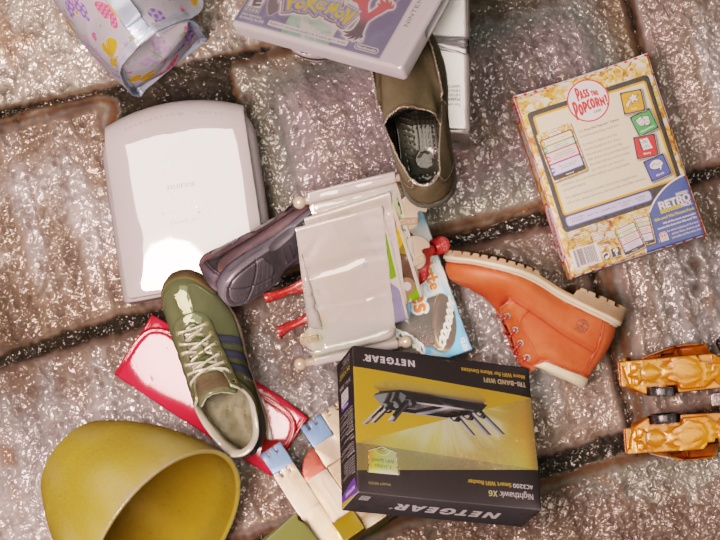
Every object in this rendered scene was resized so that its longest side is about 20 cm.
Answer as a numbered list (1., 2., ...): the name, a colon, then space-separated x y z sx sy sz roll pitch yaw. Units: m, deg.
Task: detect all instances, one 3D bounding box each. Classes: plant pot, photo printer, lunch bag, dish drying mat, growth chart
1. plant pot: -0.240 0.231 1.699 0.142 0.200 0.201 34 88 31
2. photo printer: -0.181 -0.076 1.758 0.165 0.069 0.202 -8 87 1
3. lunch bag: -0.246 -0.285 1.705 0.127 0.200 0.170 -39 86 -1
4. dish drying mat: -0.157 0.132 1.772 0.199 0.018 0.077 33 89 3
5. growth chart: 0.000 0.000 1.683 0.143 0.018 0.202 -6 110 -12

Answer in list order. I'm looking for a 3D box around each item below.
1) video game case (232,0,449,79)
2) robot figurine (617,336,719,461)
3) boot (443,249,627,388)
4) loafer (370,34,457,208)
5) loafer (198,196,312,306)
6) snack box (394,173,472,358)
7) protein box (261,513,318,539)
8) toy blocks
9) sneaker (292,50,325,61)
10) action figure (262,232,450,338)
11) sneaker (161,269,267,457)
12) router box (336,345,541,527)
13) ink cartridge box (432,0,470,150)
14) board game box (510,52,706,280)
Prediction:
1. video game case: -0.001 -0.284 1.630 0.199 0.023 0.183 18 69 28
2. robot figurine: 0.370 0.133 1.741 0.198 0.058 0.146 -4 87 2
3. boot: 0.166 0.047 1.745 0.199 0.075 0.108 24 93 1
4. loafer: 0.053 -0.162 1.613 0.075 0.070 0.202 -15 86 4
5. loafer: -0.075 -0.039 1.703 0.199 0.072 0.063 -33 51 -23
6. snack box: 0.030 0.009 1.765 0.115 0.037 0.202 -20 87 0
7. protein box: -0.127 0.375 1.633 0.200 0.198 0.135 -41 86 31
8. toy blocks: -0.009 0.199 1.736 0.199 0.100 0.137 -33 77 -4
9. sneaker: -0.026 -0.322 1.737 0.079 0.130 0.200 27 88 2
10. action figure: 0.000 0.007 1.723 0.198 0.052 0.066 -21 92 -3
11. sneaker: -0.146 0.100 1.696 0.067 0.090 0.202 -21 104 6
12. router box: 0.077 0.167 1.687 0.198 0.052 0.158 7 60 -19
13. ink cartridge box: 0.071 -0.230 1.723 0.083 0.144 0.202 -1 87 3
14. board game box: 0.259 -0.108 1.761 0.150 0.046 0.202 -17 87 1
